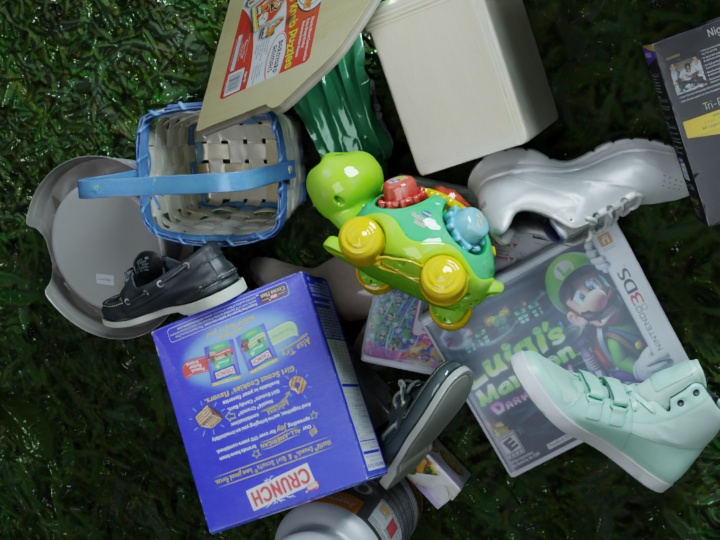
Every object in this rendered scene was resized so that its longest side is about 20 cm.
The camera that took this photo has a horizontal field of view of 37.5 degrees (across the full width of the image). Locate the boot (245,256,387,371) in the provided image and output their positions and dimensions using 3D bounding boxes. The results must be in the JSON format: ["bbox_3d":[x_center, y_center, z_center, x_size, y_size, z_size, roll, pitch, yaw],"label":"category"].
[{"bbox_3d":[0.000,0.000,1.054,0.200,0.070,0.146,35,111,4],"label":"boot"}]

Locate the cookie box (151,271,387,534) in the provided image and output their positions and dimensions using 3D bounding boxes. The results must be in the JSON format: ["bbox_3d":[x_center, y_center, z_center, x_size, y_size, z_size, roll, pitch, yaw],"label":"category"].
[{"bbox_3d":[-0.087,0.126,1.005,0.171,0.075,0.201,-21,78,16],"label":"cookie box"}]

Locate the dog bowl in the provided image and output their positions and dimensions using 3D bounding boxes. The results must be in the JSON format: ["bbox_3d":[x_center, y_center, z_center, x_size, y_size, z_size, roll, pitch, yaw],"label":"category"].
[{"bbox_3d":[-0.263,-0.029,1.147,0.199,0.059,0.201,6,107,20],"label":"dog bowl"}]

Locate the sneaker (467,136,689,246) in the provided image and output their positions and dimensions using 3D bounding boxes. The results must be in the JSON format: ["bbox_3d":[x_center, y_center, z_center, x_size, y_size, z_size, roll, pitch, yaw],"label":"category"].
[{"bbox_3d":[0.196,-0.060,0.922,0.199,0.087,0.075,-7,145,3],"label":"sneaker"}]

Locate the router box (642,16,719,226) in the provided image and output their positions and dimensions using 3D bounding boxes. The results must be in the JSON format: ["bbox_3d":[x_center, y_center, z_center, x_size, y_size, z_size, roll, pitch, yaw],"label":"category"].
[{"bbox_3d":[0.350,-0.143,0.856,0.199,0.052,0.158,-18,98,9],"label":"router box"}]

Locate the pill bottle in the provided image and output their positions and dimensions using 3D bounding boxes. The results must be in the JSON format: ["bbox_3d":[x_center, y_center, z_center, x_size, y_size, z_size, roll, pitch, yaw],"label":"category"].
[{"bbox_3d":[-0.017,0.266,1.060,0.116,0.200,0.117,6,107,19],"label":"pill bottle"}]

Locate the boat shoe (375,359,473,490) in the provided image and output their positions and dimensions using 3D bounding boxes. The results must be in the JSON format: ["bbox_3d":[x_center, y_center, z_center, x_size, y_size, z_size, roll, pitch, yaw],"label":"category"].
[{"bbox_3d":[0.045,0.138,1.003,0.062,0.073,0.200,47,143,19],"label":"boat shoe"}]

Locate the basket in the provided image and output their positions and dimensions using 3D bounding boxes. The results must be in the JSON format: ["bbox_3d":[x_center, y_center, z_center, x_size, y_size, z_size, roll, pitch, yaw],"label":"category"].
[{"bbox_3d":[-0.142,-0.091,1.002,0.176,0.200,0.140,2,98,24],"label":"basket"}]

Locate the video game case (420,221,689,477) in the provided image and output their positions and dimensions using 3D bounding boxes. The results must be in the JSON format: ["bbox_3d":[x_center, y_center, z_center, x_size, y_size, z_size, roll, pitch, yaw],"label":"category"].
[{"bbox_3d":[0.185,0.073,0.982,0.200,0.023,0.182,-29,101,9],"label":"video game case"}]

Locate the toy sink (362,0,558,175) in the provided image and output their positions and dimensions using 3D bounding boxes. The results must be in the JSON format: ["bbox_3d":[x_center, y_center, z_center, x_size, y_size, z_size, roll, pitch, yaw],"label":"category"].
[{"bbox_3d":[0.081,-0.200,0.927,0.112,0.130,0.201,-15,100,25],"label":"toy sink"}]

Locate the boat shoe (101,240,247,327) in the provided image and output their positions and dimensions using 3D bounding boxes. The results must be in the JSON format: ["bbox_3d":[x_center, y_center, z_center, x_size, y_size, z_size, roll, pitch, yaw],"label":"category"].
[{"bbox_3d":[-0.197,0.010,1.044,0.199,0.074,0.066,-10,108,46],"label":"boat shoe"}]

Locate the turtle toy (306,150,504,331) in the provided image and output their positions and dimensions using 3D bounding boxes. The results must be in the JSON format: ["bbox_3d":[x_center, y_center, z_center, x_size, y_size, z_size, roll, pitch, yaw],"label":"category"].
[{"bbox_3d":[0.036,-0.032,0.912,0.200,0.146,0.101,27,81,13],"label":"turtle toy"}]

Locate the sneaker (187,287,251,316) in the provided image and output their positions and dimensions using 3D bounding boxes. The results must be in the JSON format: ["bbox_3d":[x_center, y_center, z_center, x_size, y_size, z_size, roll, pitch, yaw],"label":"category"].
[{"bbox_3d":[-0.115,0.091,1.102,0.200,0.099,0.078,44,115,4],"label":"sneaker"}]

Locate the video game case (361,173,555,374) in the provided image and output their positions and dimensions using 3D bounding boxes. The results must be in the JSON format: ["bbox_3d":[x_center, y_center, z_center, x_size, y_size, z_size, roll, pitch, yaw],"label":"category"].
[{"bbox_3d":[0.114,0.017,0.995,0.199,0.024,0.183,11,104,-1],"label":"video game case"}]

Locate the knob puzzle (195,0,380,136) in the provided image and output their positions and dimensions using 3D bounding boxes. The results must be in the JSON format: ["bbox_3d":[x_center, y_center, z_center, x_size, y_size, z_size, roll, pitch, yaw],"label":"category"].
[{"bbox_3d":[-0.048,-0.213,0.923,0.219,0.220,0.030,-31,135,26],"label":"knob puzzle"}]

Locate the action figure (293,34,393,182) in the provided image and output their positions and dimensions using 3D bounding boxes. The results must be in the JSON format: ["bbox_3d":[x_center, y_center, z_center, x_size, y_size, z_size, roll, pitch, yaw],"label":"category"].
[{"bbox_3d":[-0.021,-0.162,1.018,0.118,0.055,0.201,-23,92,23],"label":"action figure"}]

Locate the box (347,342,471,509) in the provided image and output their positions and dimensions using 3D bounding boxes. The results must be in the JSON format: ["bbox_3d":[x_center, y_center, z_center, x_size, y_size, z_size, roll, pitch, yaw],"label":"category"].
[{"bbox_3d":[0.030,0.158,1.099,0.200,0.041,0.039,47,115,4],"label":"box"}]

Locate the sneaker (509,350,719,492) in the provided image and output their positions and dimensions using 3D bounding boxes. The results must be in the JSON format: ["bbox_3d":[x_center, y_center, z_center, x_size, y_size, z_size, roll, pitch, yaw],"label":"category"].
[{"bbox_3d":[0.233,0.101,0.937,0.200,0.074,0.118,34,109,-17],"label":"sneaker"}]
